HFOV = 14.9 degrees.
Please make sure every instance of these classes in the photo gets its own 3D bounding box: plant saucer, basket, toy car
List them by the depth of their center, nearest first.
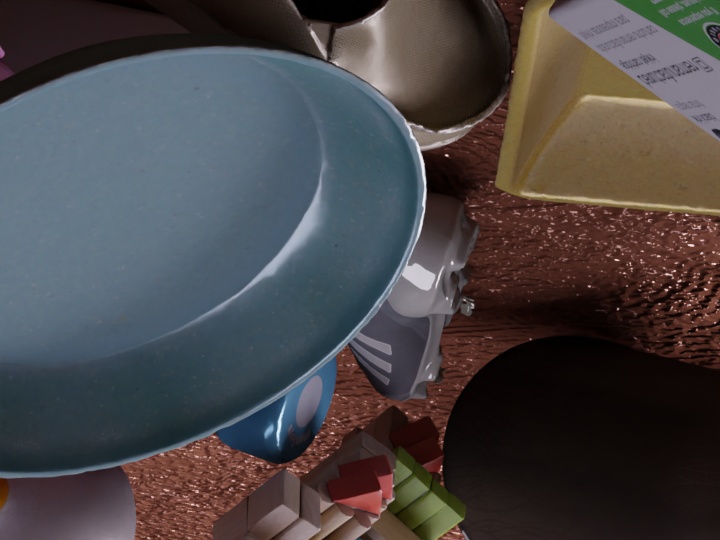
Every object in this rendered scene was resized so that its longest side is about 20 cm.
[{"bbox_3d":[-0.077,-0.010,0.876,0.199,0.036,0.200,-16,143,-12],"label":"plant saucer"},{"bbox_3d":[0.151,-0.069,0.951,0.199,0.049,0.200,6,164,1],"label":"plant saucer"},{"bbox_3d":[-0.141,0.081,1.197,0.184,0.201,0.177,19,169,20],"label":"toy car"},{"bbox_3d":[0.164,0.110,1.304,0.180,0.136,0.200,25,171,-29],"label":"basket"}]

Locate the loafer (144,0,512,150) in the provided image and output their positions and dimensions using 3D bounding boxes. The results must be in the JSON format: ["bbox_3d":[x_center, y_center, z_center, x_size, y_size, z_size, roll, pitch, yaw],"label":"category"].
[{"bbox_3d":[-0.008,-0.091,0.879,0.068,0.076,0.200,-1,163,40],"label":"loafer"}]

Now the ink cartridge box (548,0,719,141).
[{"bbox_3d":[0.167,-0.052,0.757,0.200,0.083,0.147,35,174,-6],"label":"ink cartridge box"}]

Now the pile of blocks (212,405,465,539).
[{"bbox_3d":[0.005,0.113,1.256,0.062,0.082,0.200,-39,175,27],"label":"pile of blocks"}]

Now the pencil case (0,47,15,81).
[{"bbox_3d":[-0.190,0.000,0.919,0.200,0.088,0.087,-33,158,3],"label":"pencil case"}]

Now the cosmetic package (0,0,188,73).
[{"bbox_3d":[-0.111,-0.045,1.022,0.199,0.102,0.074,11,164,-13],"label":"cosmetic package"}]

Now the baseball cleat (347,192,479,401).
[{"bbox_3d":[0.000,0.000,1.228,0.106,0.070,0.200,19,159,3],"label":"baseball cleat"}]
